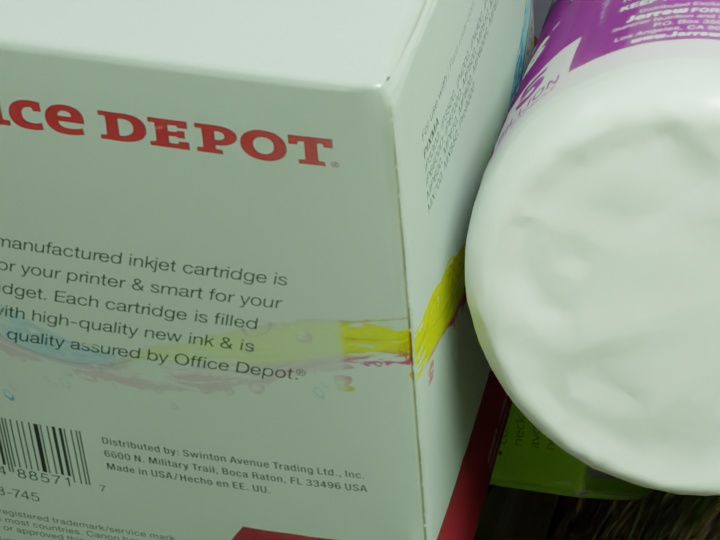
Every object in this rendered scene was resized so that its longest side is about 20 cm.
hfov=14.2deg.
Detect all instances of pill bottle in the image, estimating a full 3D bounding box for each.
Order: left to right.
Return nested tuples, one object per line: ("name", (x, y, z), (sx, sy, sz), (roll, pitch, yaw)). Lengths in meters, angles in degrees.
("pill bottle", (0.096, -0.039, 0.735), (0.112, 0.112, 0.200), (-56, 5, 31))

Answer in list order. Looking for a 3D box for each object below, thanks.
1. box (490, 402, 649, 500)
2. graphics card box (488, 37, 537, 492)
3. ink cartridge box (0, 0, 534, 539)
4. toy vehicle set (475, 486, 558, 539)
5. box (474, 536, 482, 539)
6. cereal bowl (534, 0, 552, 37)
("box", (0.000, 0.000, 0.898), (0.048, 0.200, 0.122), (10, -94, -56))
("graphics card box", (0.007, 0.017, 0.951), (0.200, 0.126, 0.051), (-51, -30, 20))
("ink cartridge box", (-0.037, -0.027, 0.733), (0.200, 0.145, 0.145), (86, -162, -45))
("toy vehicle set", (0.008, 0.154, 0.946), (0.124, 0.026, 0.200), (-55, 6, 34))
("box", (-0.038, 0.122, 0.800), (0.044, 0.160, 0.200), (-63, 2, 32))
("cereal bowl", (0.090, -0.060, 1.050), (0.200, 0.083, 0.200), (-54, 15, 22))
